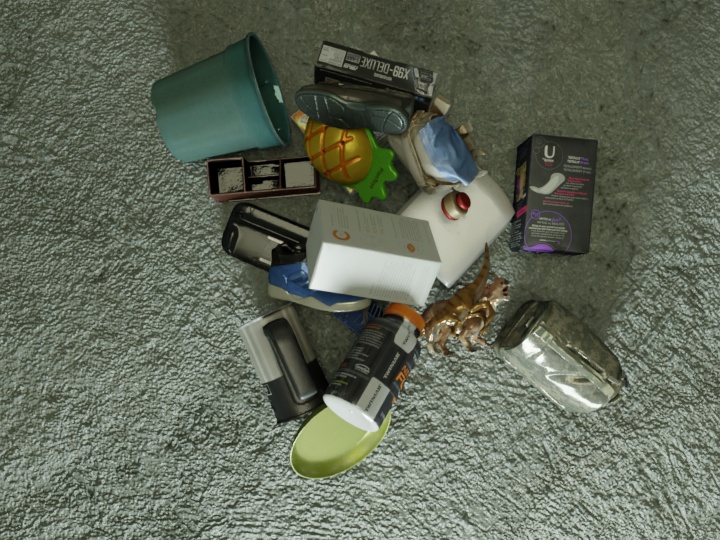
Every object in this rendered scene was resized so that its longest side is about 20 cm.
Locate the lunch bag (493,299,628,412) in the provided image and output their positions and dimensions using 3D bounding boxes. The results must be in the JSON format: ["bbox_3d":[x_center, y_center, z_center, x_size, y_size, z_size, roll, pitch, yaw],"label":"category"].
[{"bbox_3d":[0.350,0.151,1.234,0.200,0.168,0.140,41,89,1],"label":"lunch bag"}]

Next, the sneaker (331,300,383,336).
[{"bbox_3d":[0.005,0.087,1.292,0.070,0.078,0.200,-42,68,2],"label":"sneaker"}]

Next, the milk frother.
[{"bbox_3d":[-0.086,0.143,1.259,0.199,0.180,0.190,-24,89,-34],"label":"milk frother"}]

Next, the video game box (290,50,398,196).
[{"bbox_3d":[0.004,-0.271,1.307,0.199,0.047,0.183,-39,87,-1],"label":"video game box"}]

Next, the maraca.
[{"bbox_3d":[-0.019,-0.203,1.220,0.200,0.107,0.138,42,132,15],"label":"maraca"}]

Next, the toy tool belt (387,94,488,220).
[{"bbox_3d":[0.146,-0.182,1.164,0.122,0.125,0.200,-25,110,42],"label":"toy tool belt"}]

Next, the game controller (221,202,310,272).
[{"bbox_3d":[-0.157,-0.048,1.311,0.198,0.042,0.105,23,103,1],"label":"game controller"}]

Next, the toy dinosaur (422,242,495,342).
[{"bbox_3d":[0.187,0.050,1.212,0.106,0.060,0.200,42,89,21],"label":"toy dinosaur"}]

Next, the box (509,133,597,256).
[{"bbox_3d":[0.344,-0.131,1.270,0.121,0.106,0.202,6,88,-2],"label":"box"}]

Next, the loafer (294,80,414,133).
[{"bbox_3d":[-0.008,-0.270,1.144,0.198,0.072,0.063,16,58,19],"label":"loafer"}]

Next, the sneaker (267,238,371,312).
[{"bbox_3d":[-0.073,0.003,1.237,0.198,0.077,0.112,11,106,26],"label":"sneaker"}]

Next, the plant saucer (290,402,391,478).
[{"bbox_3d":[-0.039,0.285,1.247,0.200,0.200,0.031,-41,47,-1],"label":"plant saucer"}]

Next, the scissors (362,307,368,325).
[{"bbox_3d":[0.000,0.000,1.279,0.072,0.014,0.202,14,66,0],"label":"scissors"}]

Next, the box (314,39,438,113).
[{"bbox_3d":[0.021,-0.306,1.204,0.198,0.158,0.050,16,77,0],"label":"box"}]

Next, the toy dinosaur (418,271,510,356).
[{"bbox_3d":[0.172,0.080,1.279,0.198,0.086,0.137,-8,89,3],"label":"toy dinosaur"}]

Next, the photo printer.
[{"bbox_3d":[0.170,-0.095,1.289,0.166,0.069,0.200,45,89,1],"label":"photo printer"}]

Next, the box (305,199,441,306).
[{"bbox_3d":[0.017,-0.028,1.172,0.198,0.125,0.098,10,125,-14],"label":"box"}]

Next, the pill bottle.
[{"bbox_3d":[0.031,0.151,1.156,0.106,0.106,0.201,32,67,1],"label":"pill bottle"}]

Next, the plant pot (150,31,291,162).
[{"bbox_3d":[-0.247,-0.289,1.245,0.194,0.200,0.202,-15,89,8],"label":"plant pot"}]

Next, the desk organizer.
[{"bbox_3d":[-0.175,-0.171,1.289,0.198,0.077,0.073,-5,89,0],"label":"desk organizer"}]
